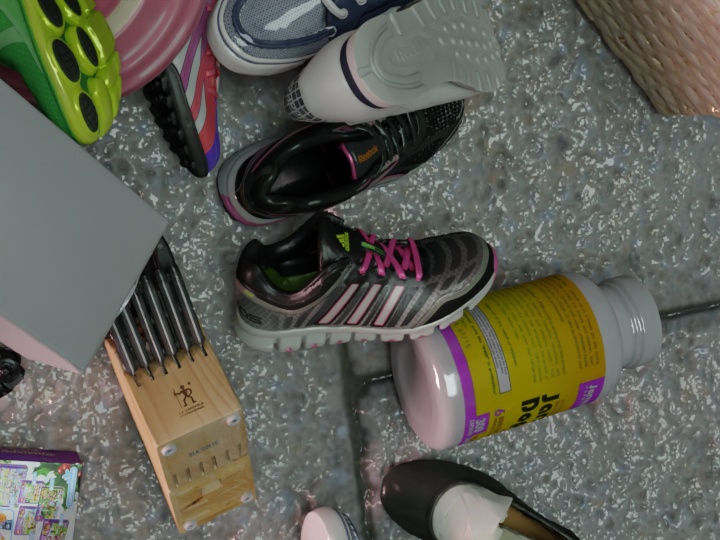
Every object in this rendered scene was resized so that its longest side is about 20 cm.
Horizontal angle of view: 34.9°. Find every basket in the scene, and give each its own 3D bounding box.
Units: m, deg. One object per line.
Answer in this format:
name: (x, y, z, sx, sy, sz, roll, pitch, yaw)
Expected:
basket: (0.277, -0.233, 0.865, 0.161, 0.198, 0.200, -45, 108, -7)

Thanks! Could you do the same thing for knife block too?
knife block: (-0.142, 0.067, 0.817, 0.063, 0.176, 0.201, -22, 146, -15)

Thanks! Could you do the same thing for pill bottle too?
pill bottle: (0.130, 0.062, 0.882, 0.198, 0.104, 0.106, -15, 99, -18)

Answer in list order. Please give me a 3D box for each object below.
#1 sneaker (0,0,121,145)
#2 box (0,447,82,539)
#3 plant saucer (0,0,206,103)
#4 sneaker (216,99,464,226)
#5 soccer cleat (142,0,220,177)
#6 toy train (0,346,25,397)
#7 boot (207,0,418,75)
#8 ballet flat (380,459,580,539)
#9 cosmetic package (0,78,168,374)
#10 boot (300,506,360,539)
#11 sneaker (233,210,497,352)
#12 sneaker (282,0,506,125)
sneaker: (-0.216, -0.156, 0.684, 0.083, 0.074, 0.201, -36, 90, 27)
box: (-0.272, 0.222, 0.785, 0.135, 0.039, 0.203, 8, 92, -21)
plant saucer: (-0.195, -0.207, 0.730, 0.198, 0.051, 0.203, 1, 95, 7)
sneaker: (-0.002, -0.084, 0.832, 0.199, 0.086, 0.081, -32, 106, -15)
soccer cleat: (-0.122, -0.167, 0.794, 0.073, 0.068, 0.202, -19, 98, -21)
toy train: (-0.308, 0.015, 0.759, 0.046, 0.034, 0.200, -43, 107, 0)
boot: (-0.010, -0.202, 0.782, 0.199, 0.090, 0.073, -34, 94, -32)
ballet flat: (0.110, 0.204, 0.907, 0.198, 0.068, 0.069, 25, 86, -20)
cosmetic package: (-0.219, -0.040, 0.655, 0.200, 0.081, 0.114, 46, 63, -38)
boot: (0.014, 0.265, 0.884, 0.089, 0.073, 0.202, -16, 108, -25)
sneaker: (0.000, 0.000, 0.812, 0.197, 0.074, 0.088, -10, 135, 2)
sneaker: (0.030, -0.142, 0.794, 0.199, 0.080, 0.077, -18, 86, -51)
